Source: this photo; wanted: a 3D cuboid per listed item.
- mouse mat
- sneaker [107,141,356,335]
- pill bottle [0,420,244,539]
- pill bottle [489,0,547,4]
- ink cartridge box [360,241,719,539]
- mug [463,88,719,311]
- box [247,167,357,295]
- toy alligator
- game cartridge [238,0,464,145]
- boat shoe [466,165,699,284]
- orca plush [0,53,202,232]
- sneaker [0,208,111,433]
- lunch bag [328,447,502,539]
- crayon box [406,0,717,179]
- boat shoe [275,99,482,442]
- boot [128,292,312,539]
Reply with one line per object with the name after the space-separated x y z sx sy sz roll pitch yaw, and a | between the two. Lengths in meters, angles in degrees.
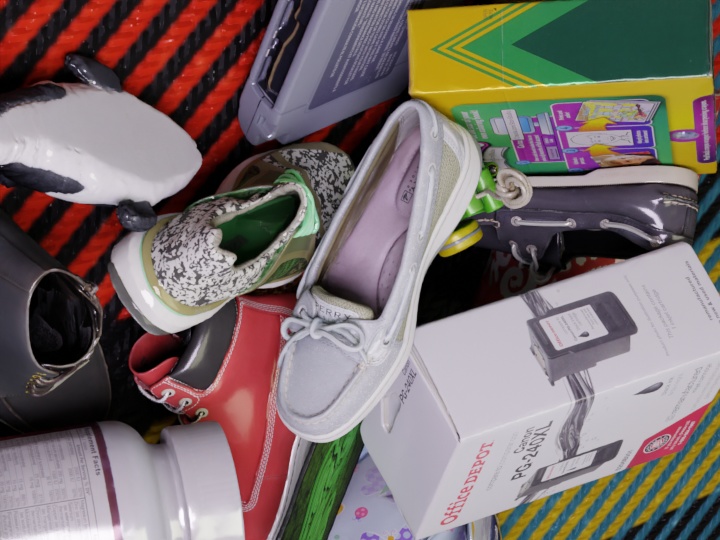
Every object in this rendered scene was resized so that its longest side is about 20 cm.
-0.010 0.101 1.404 0.161 0.008 0.200 65 46 -74 | mouse mat
-0.049 -0.026 1.286 0.200 0.089 0.077 -37 101 -48 | sneaker
-0.171 0.143 1.264 0.200 0.110 0.110 -8 125 -13 | pill bottle
0.111 -0.225 1.366 0.112 0.112 0.200 -46 141 -14 | pill bottle
0.114 0.076 1.396 0.200 0.083 0.145 -17 154 -20 | ink cartridge box
0.161 -0.047 1.561 0.133 0.178 0.200 16 103 -5 | mug
-0.046 0.042 1.440 0.137 0.039 0.200 -32 135 -26 | box
0.061 -0.047 1.388 0.054 0.200 0.059 -32 100 -30 | toy alligator
0.009 -0.158 1.309 0.133 0.041 0.200 -22 156 -32 | game cartridge
0.118 -0.025 1.451 0.073 0.200 0.063 24 63 -65 | boat shoe
-0.168 -0.051 1.220 0.071 0.105 0.200 -30 180 28 | orca plush
-0.174 0.049 1.254 0.075 0.106 0.200 -45 140 -16 | sneaker
0.028 0.213 1.573 0.200 0.127 0.170 -41 142 -29 | lunch bag
0.126 -0.106 1.370 0.200 0.172 0.058 55 34 -74 | crayon box
0.002 0.000 1.297 0.202 0.074 0.065 -62 148 -1 | boat shoe
-0.095 0.103 1.355 0.144 0.072 0.200 9 104 -44 | boot
